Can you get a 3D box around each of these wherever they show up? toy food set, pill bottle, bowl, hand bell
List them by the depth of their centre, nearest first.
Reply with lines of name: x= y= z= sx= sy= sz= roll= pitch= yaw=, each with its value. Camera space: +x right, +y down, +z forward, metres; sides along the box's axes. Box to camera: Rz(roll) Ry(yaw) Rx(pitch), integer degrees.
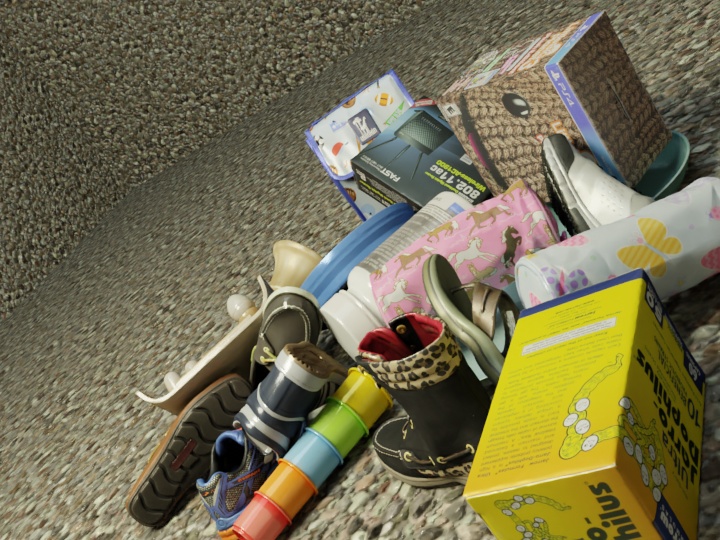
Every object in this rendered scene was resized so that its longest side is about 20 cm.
pill bottle: x=0.057 y=0.015 z=1.036 sx=0.199 sy=0.114 sz=0.114 roll=-40 pitch=20 yaw=-13
toy food set: x=-0.171 y=0.101 z=1.132 sx=0.200 sy=0.060 sz=0.144 roll=-42 pitch=-22 yaw=-5
bowl: x=0.000 y=0.000 z=1.148 sx=0.200 sy=0.039 sz=0.201 roll=-41 pitch=-13 yaw=-11
hand bell: x=-0.125 y=0.068 z=1.311 sx=0.104 sy=0.104 sz=0.201 roll=-9 pitch=45 yaw=52

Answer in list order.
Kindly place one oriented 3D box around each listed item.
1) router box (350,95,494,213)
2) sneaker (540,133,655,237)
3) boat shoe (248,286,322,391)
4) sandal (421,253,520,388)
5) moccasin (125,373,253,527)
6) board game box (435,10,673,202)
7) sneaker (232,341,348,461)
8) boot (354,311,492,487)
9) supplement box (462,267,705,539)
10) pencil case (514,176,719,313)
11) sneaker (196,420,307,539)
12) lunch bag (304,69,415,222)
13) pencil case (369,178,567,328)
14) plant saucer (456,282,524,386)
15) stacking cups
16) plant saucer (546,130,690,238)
router box: x=0.106 y=-0.130 z=1.217 sx=0.150 sy=0.062 sz=0.199 roll=-43 pitch=55 yaw=-18
sneaker: x=0.237 y=-0.060 z=0.893 sx=0.079 sy=0.074 sz=0.202 roll=-25 pitch=56 yaw=3
boat shoe: x=-0.090 y=0.097 z=1.070 sx=0.202 sy=0.071 sz=0.061 roll=108 pitch=177 yaw=-51
sandal: x=0.117 y=0.053 z=0.794 sx=0.057 sy=0.080 sz=0.202 roll=-43 pitch=44 yaw=8
moccasin: x=-0.199 y=0.208 z=1.088 sx=0.203 sy=0.073 sz=0.078 roll=-58 pitch=13 yaw=-2
board game box: x=0.209 y=-0.168 z=1.018 sx=0.097 sy=0.160 sz=0.199 roll=-46 pitch=21 yaw=-26
sneaker: x=-0.069 y=0.138 z=0.980 sx=0.109 sy=0.070 sz=0.200 roll=-57 pitch=-13 yaw=1
boot: x=0.049 y=0.111 z=0.772 sx=0.073 sy=0.151 sz=0.199 roll=-44 pitch=21 yaw=-24
supplement box: x=0.164 y=0.111 z=0.639 sx=0.109 sy=0.109 sz=0.201 roll=-23 pitch=24 yaw=34
pencil case: x=0.228 y=-0.007 z=0.774 sx=0.198 sy=0.084 sz=0.091 roll=-23 pitch=-13 yaw=-9
sneaker: x=-0.114 y=0.190 z=0.982 sx=0.075 sy=0.079 sz=0.201 roll=-26 pitch=22 yaw=25
lunch bag: x=0.034 y=-0.172 z=1.377 sx=0.169 sy=0.201 sz=0.124 roll=-33 pitch=19 yaw=5
pencil case: x=0.107 y=-0.007 z=0.918 sx=0.199 sy=0.087 sz=0.083 roll=-33 pitch=51 yaw=9
plant saucer: x=0.141 y=0.057 z=0.910 sx=0.200 sy=0.039 sz=0.202 roll=-33 pitch=20 yaw=13
stacking cups: x=-0.049 y=0.190 z=0.916 sx=0.200 sy=0.061 sz=0.060 roll=-49 pitch=23 yaw=-21
plant saucer: x=0.271 y=-0.079 z=1.004 sx=0.198 sy=0.036 sz=0.201 roll=-31 pitch=20 yaw=13
